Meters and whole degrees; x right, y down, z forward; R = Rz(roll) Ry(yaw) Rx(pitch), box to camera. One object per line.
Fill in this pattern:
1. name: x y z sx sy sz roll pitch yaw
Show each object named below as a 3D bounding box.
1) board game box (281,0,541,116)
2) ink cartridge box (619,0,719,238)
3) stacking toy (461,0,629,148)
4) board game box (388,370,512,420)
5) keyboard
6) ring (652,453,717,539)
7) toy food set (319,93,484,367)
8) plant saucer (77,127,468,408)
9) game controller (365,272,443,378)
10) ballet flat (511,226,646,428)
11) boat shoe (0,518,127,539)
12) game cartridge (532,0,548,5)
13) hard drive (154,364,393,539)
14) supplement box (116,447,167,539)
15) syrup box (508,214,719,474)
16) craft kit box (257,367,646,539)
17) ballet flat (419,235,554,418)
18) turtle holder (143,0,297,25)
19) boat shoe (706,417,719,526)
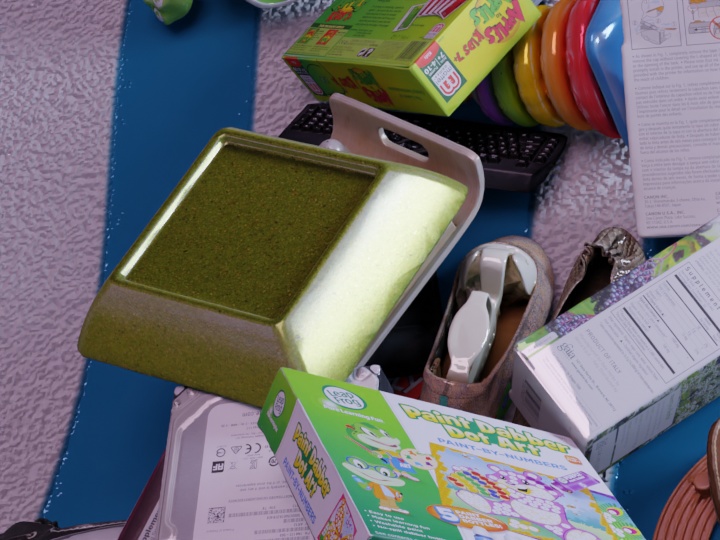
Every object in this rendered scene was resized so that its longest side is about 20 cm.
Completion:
1. board game box: 0.033 -0.166 1.680 0.102 0.048 0.200 -47 25 -14
2. ink cartridge box: 0.254 -0.125 1.549 0.160 0.050 0.201 -3 99 19
3. stacking toy: 0.117 -0.140 1.665 0.199 0.110 0.116 -6 39 30
4. board game box: -0.014 0.102 1.582 0.199 0.029 0.135 18 65 30
5. keyboard: 0.039 -0.093 1.659 0.199 0.040 0.104 7 35 19
6. ring: 0.272 0.171 1.433 0.199 0.019 0.201 -10 54 14
7. toy food set: -0.027 -0.020 1.556 0.143 0.060 0.200 25 71 40
8. plant saucer: -0.064 -0.015 1.501 0.199 0.048 0.200 13 55 34
9. game controller: 0.000 0.000 1.623 0.104 0.042 0.201 0 44 -6
10. ballet flat: 0.141 0.055 1.544 0.067 0.046 0.201 9 61 27
11. boat shoe: -0.222 0.195 1.574 0.199 0.069 0.057 -17 52 12
12. game cartridge: 0.145 -0.295 1.792 0.133 0.041 0.200 31 72 38
13. hard drive: -0.055 0.154 1.416 0.139 0.038 0.201 -6 55 17
14. supplement box: -0.041 0.194 1.476 0.199 0.110 0.086 13 62 28
15. syrup box: 0.197 0.041 1.484 0.200 0.079 0.082 -32 68 -13
16. craft kit box: 0.060 0.134 1.319 0.049 0.199 0.198 -69 24 15
17. ballet flat: 0.085 0.028 1.544 0.068 0.067 0.200 6 44 13
18. turtle holder: -0.089 -0.269 1.799 0.185 0.141 0.132 -18 69 -3
19. boat shoe: 0.251 0.154 1.397 0.072 0.068 0.201 -22 51 7
